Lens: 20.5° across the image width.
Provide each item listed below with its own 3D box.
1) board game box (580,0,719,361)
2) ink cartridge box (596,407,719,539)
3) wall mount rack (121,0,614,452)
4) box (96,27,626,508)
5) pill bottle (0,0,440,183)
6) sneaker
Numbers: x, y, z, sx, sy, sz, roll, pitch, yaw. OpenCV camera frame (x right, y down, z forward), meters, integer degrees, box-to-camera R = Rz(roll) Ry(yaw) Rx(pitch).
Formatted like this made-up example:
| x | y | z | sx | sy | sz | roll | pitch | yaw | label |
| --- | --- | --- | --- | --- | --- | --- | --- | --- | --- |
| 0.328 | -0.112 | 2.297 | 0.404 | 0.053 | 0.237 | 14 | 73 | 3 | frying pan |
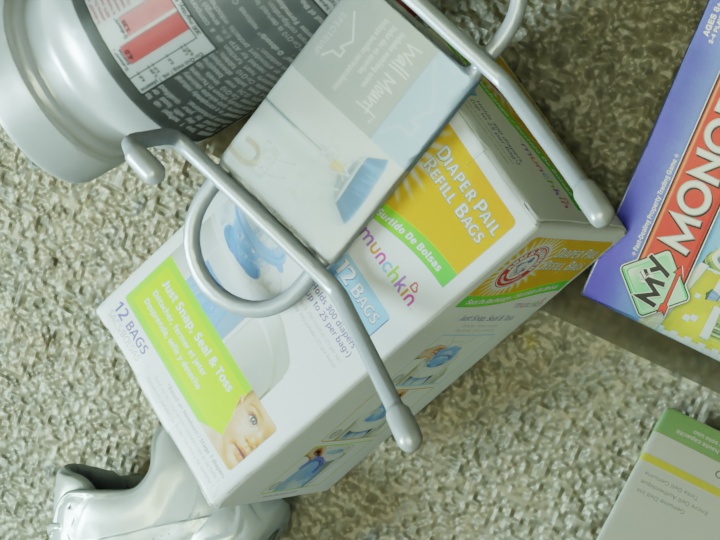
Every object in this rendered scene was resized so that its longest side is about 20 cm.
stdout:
| x | y | z | sx | sy | sz | roll | pitch | yaw | label |
| --- | --- | --- | --- | --- | --- | --- | --- | --- | --- |
| 0.195 | -0.052 | 0.858 | 0.134 | 0.029 | 0.201 | 25 | 109 | 11 | board game box |
| 0.151 | 0.175 | 0.844 | 0.145 | 0.201 | 0.048 | 26 | 150 | 13 | ink cartridge box |
| 0.005 | -0.038 | 0.780 | 0.174 | 0.074 | 0.200 | 43 | 110 | 10 | wall mount rack |
| 0.000 | 0.000 | 0.882 | 0.200 | 0.101 | 0.113 | -41 | 71 | 22 | box |
| -0.068 | -0.124 | 0.881 | 0.199 | 0.116 | 0.116 | -28 | 93 | 21 | pill bottle |
| -0.130 | 0.149 | 0.996 | 0.200 | 0.078 | 0.100 | -42 | 81 | 13 | sneaker |
